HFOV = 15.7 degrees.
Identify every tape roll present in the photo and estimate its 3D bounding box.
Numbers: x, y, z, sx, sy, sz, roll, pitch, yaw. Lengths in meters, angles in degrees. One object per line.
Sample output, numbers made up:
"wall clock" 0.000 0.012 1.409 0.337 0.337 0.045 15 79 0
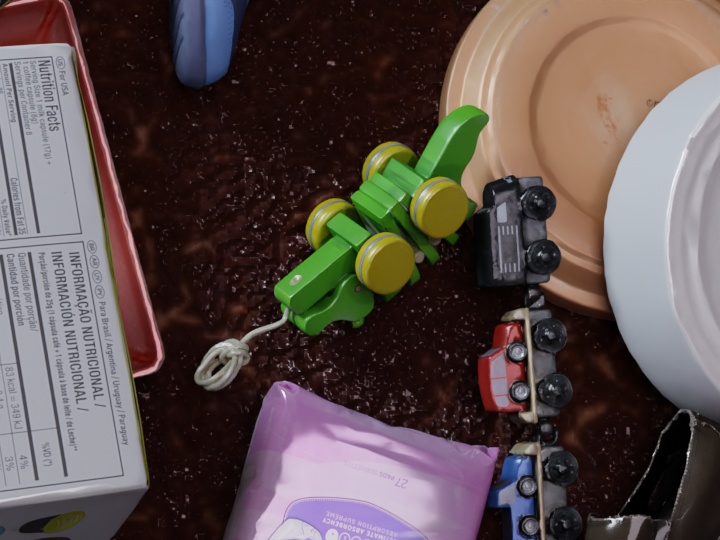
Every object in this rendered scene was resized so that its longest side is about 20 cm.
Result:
"tape roll" 0.227 -0.012 1.334 0.201 0.071 0.204 1 88 -22

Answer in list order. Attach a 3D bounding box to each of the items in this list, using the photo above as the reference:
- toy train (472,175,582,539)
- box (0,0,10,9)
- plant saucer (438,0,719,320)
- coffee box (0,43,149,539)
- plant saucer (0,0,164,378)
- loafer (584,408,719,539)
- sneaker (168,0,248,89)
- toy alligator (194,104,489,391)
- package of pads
"toy train" 0.081 0.052 1.318 0.046 0.034 0.201 -4 89 -12
"box" -0.207 -0.216 1.306 0.160 0.049 0.200 40 67 6
"plant saucer" 0.141 -0.074 1.376 0.199 0.032 0.202 3 78 -12
"coffee box" -0.217 0.036 1.136 0.197 0.200 0.201 -6 73 -19
"plant saucer" -0.217 -0.020 1.288 0.198 0.037 0.201 -14 82 -14
"loafer" 0.129 0.151 1.297 0.071 0.073 0.200 44 65 -19
"sneaker" -0.051 -0.186 1.340 0.082 0.074 0.201 14 76 -10
"toy alligator" 0.000 0.000 1.323 0.200 0.059 0.054 -46 131 -7
"package of pads" -0.015 0.165 1.268 0.120 0.076 0.201 17 75 -5
